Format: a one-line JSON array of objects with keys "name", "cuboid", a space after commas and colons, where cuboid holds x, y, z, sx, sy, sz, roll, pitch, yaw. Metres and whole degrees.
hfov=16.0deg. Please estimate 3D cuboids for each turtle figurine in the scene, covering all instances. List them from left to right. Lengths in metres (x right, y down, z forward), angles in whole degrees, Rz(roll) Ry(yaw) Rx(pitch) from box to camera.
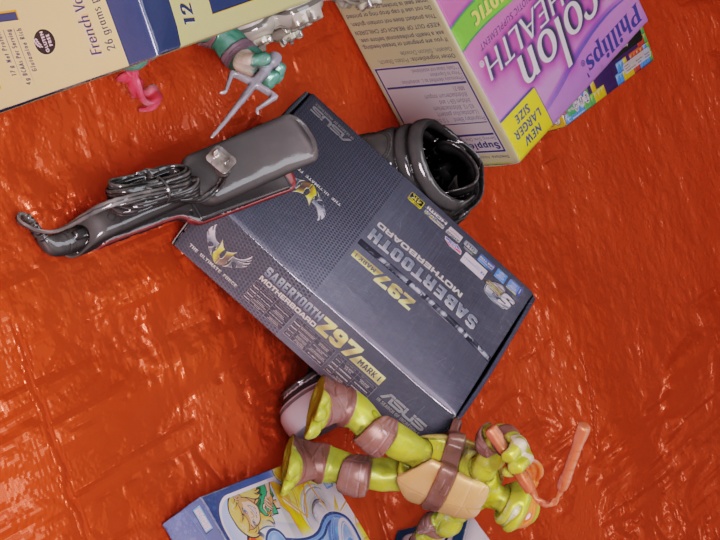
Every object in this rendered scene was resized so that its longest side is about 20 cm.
[{"name": "turtle figurine", "cuboid": [-0.106, -0.177, 1.486, 0.150, 0.100, 0.201, 59, 33, -42]}, {"name": "turtle figurine", "cuboid": [0.043, 0.111, 1.466, 0.160, 0.200, 0.065, 20, 54, -8]}]

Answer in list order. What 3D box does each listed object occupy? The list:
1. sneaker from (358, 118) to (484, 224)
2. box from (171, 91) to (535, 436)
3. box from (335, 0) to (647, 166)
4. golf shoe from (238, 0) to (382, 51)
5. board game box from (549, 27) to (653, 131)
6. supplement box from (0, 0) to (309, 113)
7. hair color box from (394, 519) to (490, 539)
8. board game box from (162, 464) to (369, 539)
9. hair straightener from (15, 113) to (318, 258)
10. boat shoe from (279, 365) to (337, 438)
[{"name": "sneaker", "cuboid": [0.051, -0.029, 1.692, 0.200, 0.099, 0.071, 44, 40, -44]}, {"name": "box", "cuboid": [0.000, 0.000, 1.559, 0.200, 0.051, 0.158, 42, 36, -2]}, {"name": "box", "cuboid": [0.082, -0.203, 1.770, 0.176, 0.096, 0.201, -46, 120, -34]}, {"name": "golf shoe", "cuboid": [-0.018, -0.207, 1.606, 0.199, 0.078, 0.098, -23, 85, -25]}, {"name": "board game box", "cuboid": [0.145, -0.207, 1.975, 0.200, 0.056, 0.166, -35, 106, -58]}, {"name": "supplement box", "cuboid": [-0.150, -0.164, 1.304, 0.200, 0.199, 0.135, -30, 102, -58]}, {"name": "hair color box", "cuboid": [0.051, 0.264, 1.602, 0.100, 0.060, 0.201, 52, 37, -32]}, {"name": "board game box", "cuboid": [-0.018, 0.209, 1.470, 0.201, 0.034, 0.135, 58, 28, 9]}, {"name": "hair straightener", "cuboid": [-0.103, -0.053, 1.426, 0.199, 0.077, 0.041, -16, 70, -37]}, {"name": "boat shoe", "cuboid": [-0.001, 0.048, 1.610, 0.066, 0.070, 0.200, 53, 36, 6]}]
